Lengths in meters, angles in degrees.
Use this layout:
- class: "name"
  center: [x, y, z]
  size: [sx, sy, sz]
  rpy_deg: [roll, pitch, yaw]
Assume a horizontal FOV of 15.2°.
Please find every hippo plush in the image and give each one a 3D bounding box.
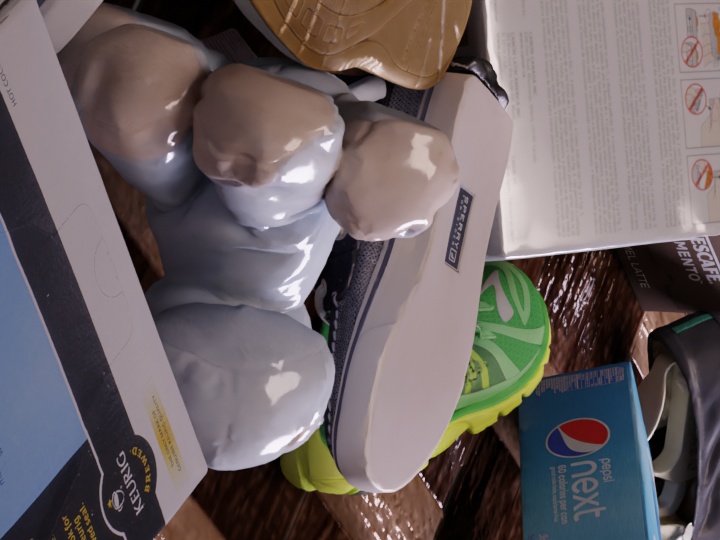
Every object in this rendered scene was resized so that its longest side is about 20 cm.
- class: "hippo plush"
  center: [-0.066, -0.009, 1.072]
  size: [0.200, 0.159, 0.161]
  rpy_deg: [-133, -118, -73]

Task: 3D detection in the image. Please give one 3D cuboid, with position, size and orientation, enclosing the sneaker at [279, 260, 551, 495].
- class: "sneaker"
  center: [0.031, 0.035, 1.268]
  size: [0.200, 0.074, 0.084]
  rpy_deg: [-38, 128, -52]

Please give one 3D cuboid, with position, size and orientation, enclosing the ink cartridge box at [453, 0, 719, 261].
- class: "ink cartridge box"
  center: [0.118, -0.091, 1.298]
  size: [0.200, 0.047, 0.160]
  rpy_deg: [-6, 92, -41]

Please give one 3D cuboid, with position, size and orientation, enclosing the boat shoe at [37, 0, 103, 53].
- class: "boat shoe"
  center: [-0.105, -0.175, 1.035]
  size: [0.065, 0.074, 0.200]
  rpy_deg: [30, 69, -24]

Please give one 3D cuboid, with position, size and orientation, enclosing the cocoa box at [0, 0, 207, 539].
- class: "cocoa box"
  center: [-0.159, 0.023, 0.881]
  size: [0.131, 0.133, 0.200]
  rpy_deg: [-53, 136, -43]

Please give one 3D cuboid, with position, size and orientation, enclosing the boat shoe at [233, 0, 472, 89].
- class: "boat shoe"
  center: [-0.023, -0.120, 1.102]
  size: [0.071, 0.069, 0.200]
  rpy_deg: [-66, 155, 0]

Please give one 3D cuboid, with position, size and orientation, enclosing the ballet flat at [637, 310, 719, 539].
- class: "ballet flat"
  center: [0.176, 0.119, 1.540]
  size: [0.073, 0.073, 0.200]
  rpy_deg: [-21, 121, -57]

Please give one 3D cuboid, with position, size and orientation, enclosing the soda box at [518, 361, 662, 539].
- class: "soda box"
  center: [0.117, 0.131, 1.360]
  size: [0.200, 0.064, 0.068]
  rpy_deg: [-86, 163, -58]

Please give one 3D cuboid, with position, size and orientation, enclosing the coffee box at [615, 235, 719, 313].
- class: "coffee box"
  center: [0.211, -0.085, 1.559]
  size: [0.114, 0.080, 0.200]
  rpy_deg: [59, 44, -44]

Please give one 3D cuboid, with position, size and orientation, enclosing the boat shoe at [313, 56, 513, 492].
- class: "boat shoe"
  center: [0.000, 0.000, 1.193]
  size: [0.075, 0.093, 0.200]
  rpy_deg: [44, 56, -51]
